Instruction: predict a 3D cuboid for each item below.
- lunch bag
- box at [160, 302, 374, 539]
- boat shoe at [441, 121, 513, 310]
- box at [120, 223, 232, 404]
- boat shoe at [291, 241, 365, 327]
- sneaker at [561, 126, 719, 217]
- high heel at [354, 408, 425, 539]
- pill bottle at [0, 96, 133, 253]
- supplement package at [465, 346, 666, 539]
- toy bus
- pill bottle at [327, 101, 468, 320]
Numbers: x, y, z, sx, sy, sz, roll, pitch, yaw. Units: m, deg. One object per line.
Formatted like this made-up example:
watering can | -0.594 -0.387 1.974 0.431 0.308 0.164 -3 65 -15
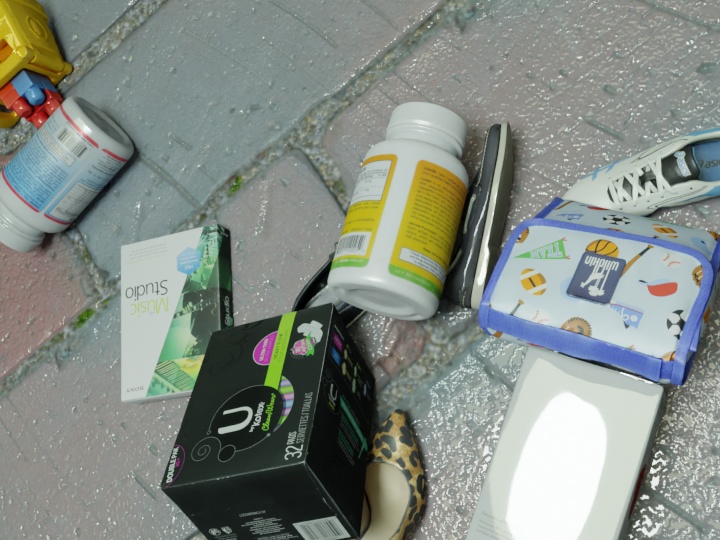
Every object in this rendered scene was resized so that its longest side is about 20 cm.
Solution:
lunch bag | 0.213 0.018 0.669 0.170 0.200 0.124 16 118 27
box | -0.079 0.154 0.763 0.148 0.124 0.200 -15 37 17
boat shoe | 0.117 -0.061 0.811 0.063 0.073 0.201 9 85 21
box | -0.224 0.054 0.945 0.144 0.036 0.201 -12 74 20
boat shoe | 0.000 0.000 0.851 0.200 0.062 0.075 -45 64 5
sneaker | 0.285 -0.090 0.749 0.199 0.072 0.072 -20 72 19
high heel | 0.008 0.231 0.745 0.071 0.143 0.201 5 79 23
pill bottle | -0.402 -0.122 1.022 0.200 0.109 0.109 -45 65 7
supplement package | 0.186 0.184 0.695 0.119 0.121 0.201 16 85 25
toy bus | -0.516 -0.272 1.107 0.200 0.136 0.192 -35 83 14
pill bottle | 0.046 -0.061 0.778 0.111 0.111 0.201 9 72 24
